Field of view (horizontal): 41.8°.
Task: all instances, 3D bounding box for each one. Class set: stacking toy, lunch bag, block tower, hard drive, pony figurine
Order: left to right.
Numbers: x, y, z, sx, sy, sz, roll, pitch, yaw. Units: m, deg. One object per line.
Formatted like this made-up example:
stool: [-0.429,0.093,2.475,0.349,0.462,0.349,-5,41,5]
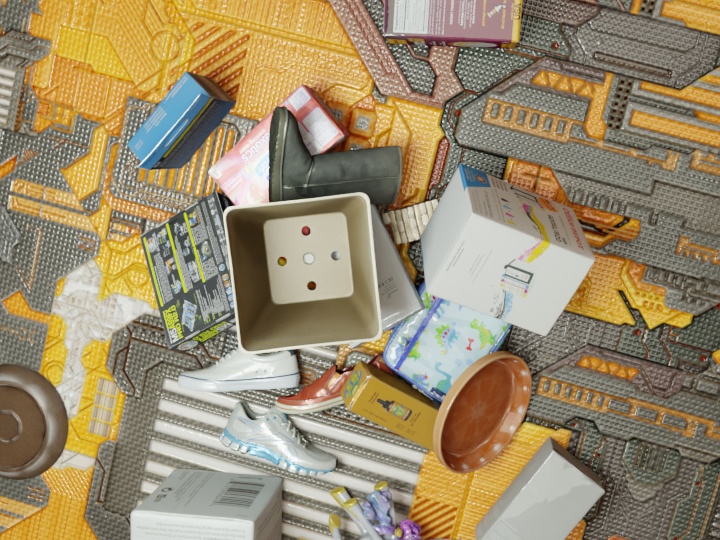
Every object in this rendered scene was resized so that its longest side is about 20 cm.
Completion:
stacking toy: [-0.143,-0.006,1.475,0.085,0.085,0.201,37,102,1]
hard drive: [0.000,0.000,1.457,0.131,0.026,0.202,-30,76,18]
pony figurine: [0.043,0.440,1.495,0.192,0.166,0.202,-19,99,41]
lunch bag: [0.136,0.094,1.463,0.160,0.082,0.201,34,98,5]
block tower: [0.136,-0.089,1.453,0.197,0.054,0.059,-14,95,9]

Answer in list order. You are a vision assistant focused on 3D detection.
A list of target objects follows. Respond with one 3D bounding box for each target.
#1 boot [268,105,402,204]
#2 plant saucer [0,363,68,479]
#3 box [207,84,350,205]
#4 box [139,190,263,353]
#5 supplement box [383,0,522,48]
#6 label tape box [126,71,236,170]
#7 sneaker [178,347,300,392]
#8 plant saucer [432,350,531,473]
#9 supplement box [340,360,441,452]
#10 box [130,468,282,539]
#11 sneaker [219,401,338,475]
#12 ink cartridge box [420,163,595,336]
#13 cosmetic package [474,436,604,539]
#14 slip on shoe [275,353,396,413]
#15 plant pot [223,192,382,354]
boot: [-0.034,-0.162,1.369,0.197,0.073,0.183,-3,137,-10]
plant saucer: [-0.594,0.261,1.594,0.197,0.032,0.204,1,98,7]
box: [-0.123,-0.181,1.451,0.200,0.095,0.103,-41,91,10]
box: [-0.249,0.002,1.462,0.159,0.044,0.202,-28,67,19]
supplement box: [0.136,-0.378,1.389,0.197,0.110,0.087,4,98,7]
label tape box: [-0.275,-0.224,1.410,0.066,0.200,0.144,42,100,2]
sneaker: [-0.196,0.157,1.520,0.197,0.073,0.072,-3,88,-2]
plant saucer: [0.183,0.214,1.434,0.032,0.199,0.203,31,102,44]
supplement box: [0.068,0.214,1.455,0.199,0.069,0.067,29,100,-24]
box: [-0.237,0.432,1.487,0.197,0.199,0.174,2,98,8]
sneaker: [-0.126,0.267,1.520,0.197,0.075,0.088,18,93,4]
ink cartridge box: [0.207,-0.030,1.363,0.198,0.148,0.146,19,121,-14]
cosmetic package: [0.279,0.375,1.478,0.106,0.090,0.201,39,97,1]
slip on shoe: [-0.042,0.181,1.498,0.197,0.074,0.062,-17,94,3]
plant pot: [-0.076,-0.007,1.352,0.197,0.177,0.203,-6,98,1]
